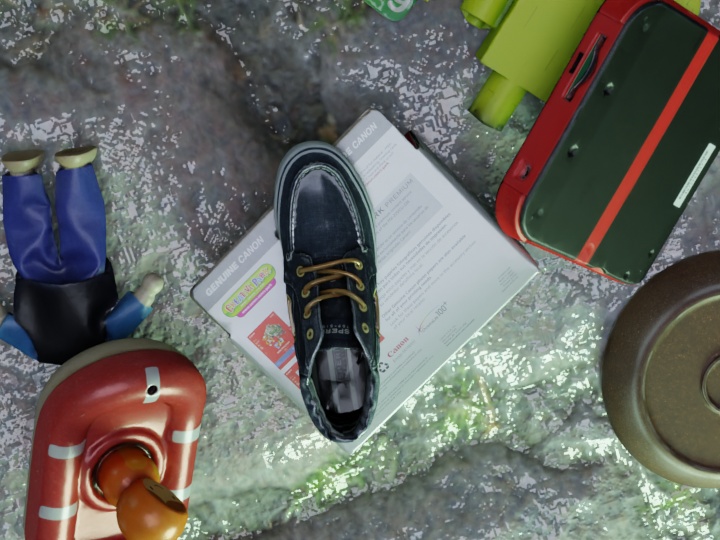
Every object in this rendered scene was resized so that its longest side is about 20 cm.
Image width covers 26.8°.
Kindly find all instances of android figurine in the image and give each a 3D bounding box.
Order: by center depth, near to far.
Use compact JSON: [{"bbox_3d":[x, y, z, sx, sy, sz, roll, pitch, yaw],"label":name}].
[{"bbox_3d":[0.168,-0.179,1.112,0.181,0.041,0.201,28,102,-11],"label":"android figurine"}]

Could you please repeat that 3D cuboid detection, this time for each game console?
[{"bbox_3d":[0.197,-0.095,1.100,0.176,0.031,0.201,18,106,-44],"label":"game console"}]

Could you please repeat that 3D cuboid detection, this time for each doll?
[{"bbox_3d":[-0.215,0.011,1.129,0.135,0.048,0.202,-5,105,-2],"label":"doll"}]

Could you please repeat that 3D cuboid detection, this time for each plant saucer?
[{"bbox_3d":[0.292,0.085,1.197,0.198,0.035,0.202,-1,106,-5],"label":"plant saucer"}]

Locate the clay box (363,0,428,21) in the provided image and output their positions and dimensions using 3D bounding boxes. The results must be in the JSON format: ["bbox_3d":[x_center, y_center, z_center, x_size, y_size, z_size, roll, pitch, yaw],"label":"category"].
[{"bbox_3d":[0.045,-0.285,1.070,0.115,0.048,0.201,34,99,-14],"label":"clay box"}]

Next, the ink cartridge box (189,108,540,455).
[{"bbox_3d":[0.000,0.000,1.125,0.200,0.084,0.176,-44,102,7],"label":"ink cartridge box"}]

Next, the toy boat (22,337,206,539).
[{"bbox_3d":[-0.168,0.154,1.106,0.130,0.131,0.202,-5,118,-33],"label":"toy boat"}]

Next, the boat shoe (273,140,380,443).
[{"bbox_3d":[-0.017,0.015,1.038,0.070,0.091,0.202,-9,103,-1],"label":"boat shoe"}]
